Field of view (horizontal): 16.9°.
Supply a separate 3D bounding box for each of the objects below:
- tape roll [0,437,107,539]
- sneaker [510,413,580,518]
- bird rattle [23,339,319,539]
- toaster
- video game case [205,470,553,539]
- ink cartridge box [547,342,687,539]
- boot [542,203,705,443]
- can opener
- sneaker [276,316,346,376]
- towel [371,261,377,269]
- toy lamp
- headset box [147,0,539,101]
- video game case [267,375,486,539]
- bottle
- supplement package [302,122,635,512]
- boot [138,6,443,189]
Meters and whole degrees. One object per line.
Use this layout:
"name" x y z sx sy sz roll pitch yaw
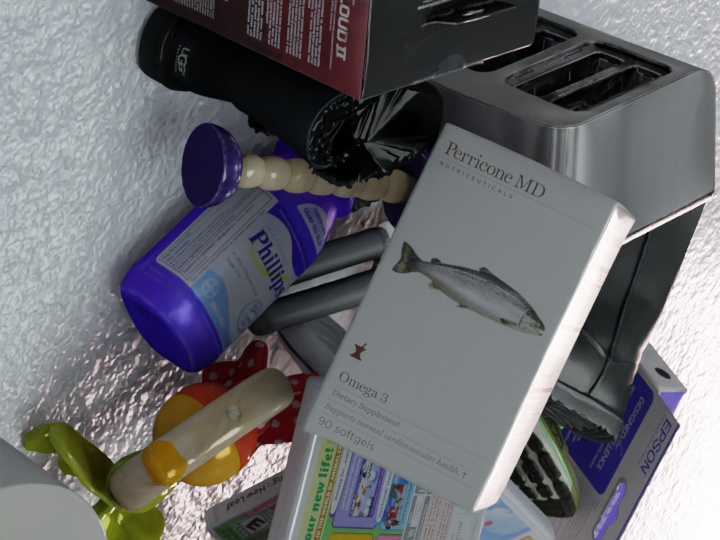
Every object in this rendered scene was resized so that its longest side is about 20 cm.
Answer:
"tape roll" -0.262 0.178 1.378 0.203 0.139 0.203 -31 137 -34
"sneaker" 0.125 0.088 1.765 0.089 0.077 0.200 -38 113 -37
"bird rattle" -0.097 0.111 1.516 0.200 0.113 0.163 -23 176 -27
"toaster" 0.114 -0.090 1.622 0.200 0.181 0.119 -25 127 -39
"video game case" 0.017 0.181 1.715 0.182 0.022 0.200 -28 138 14
"ink cartridge box" 0.170 0.139 1.821 0.043 0.200 0.198 11 118 -28
"boot" 0.150 -0.003 1.703 0.165 0.066 0.200 33 72 -30
"can opener" 0.000 0.000 1.644 0.200 0.066 0.053 -18 90 -36
"sneaker" -0.010 0.102 1.690 0.071 0.073 0.200 -35 127 8
"towel" 0.064 0.035 1.785 0.200 0.023 0.144 -22 130 -42
"toy lamp" -0.014 -0.055 1.496 0.200 0.058 0.058 4 113 -33
"headset box" -0.003 -0.172 1.389 0.149 0.200 0.077 -21 127 -41
"video game case" 0.011 0.172 1.581 0.182 0.022 0.201 8 99 -45
"bottle" -0.063 -0.027 1.541 0.200 0.065 0.084 -45 143 -21
"supplement package" 0.067 0.028 1.445 0.200 0.117 0.117 -65 168 3
"boot" -0.011 -0.113 1.452 0.200 0.168 0.077 -10 123 -48
